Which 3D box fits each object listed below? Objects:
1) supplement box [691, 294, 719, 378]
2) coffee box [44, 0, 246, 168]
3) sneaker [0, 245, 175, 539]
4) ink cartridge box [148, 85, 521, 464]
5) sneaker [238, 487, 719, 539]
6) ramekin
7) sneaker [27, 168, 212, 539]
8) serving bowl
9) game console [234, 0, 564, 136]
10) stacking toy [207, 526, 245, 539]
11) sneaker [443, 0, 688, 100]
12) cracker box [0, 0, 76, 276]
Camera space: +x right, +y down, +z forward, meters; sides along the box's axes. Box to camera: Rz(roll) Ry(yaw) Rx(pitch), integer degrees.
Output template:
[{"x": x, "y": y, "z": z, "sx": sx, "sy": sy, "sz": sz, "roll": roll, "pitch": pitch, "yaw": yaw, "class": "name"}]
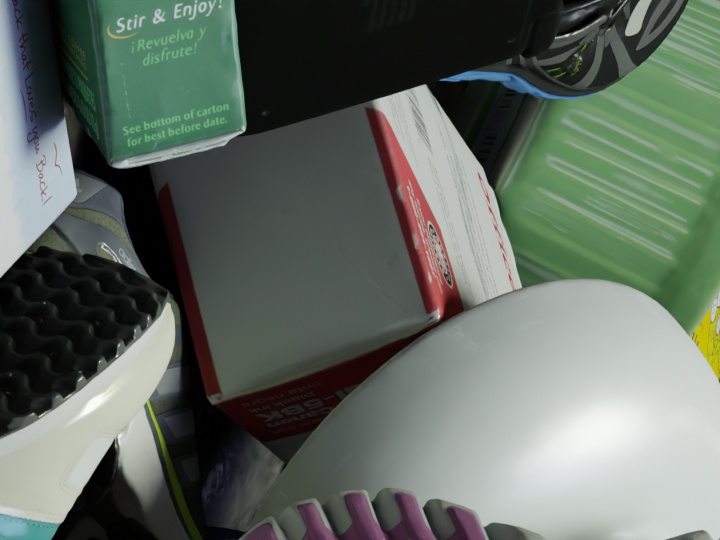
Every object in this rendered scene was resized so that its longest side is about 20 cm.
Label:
[{"x": 0.109, "y": 0.065, "z": 1.224, "sx": 0.109, "sy": 0.109, "sz": 0.201, "roll": 46, "pitch": 55, "yaw": -64, "class": "supplement box"}, {"x": -0.077, "y": -0.143, "z": 0.665, "sx": 0.123, "sy": 0.044, "sz": 0.201, "roll": -128, "pitch": -151, "yaw": -53, "class": "coffee box"}, {"x": -0.123, "y": 0.076, "z": 0.666, "sx": 0.200, "sy": 0.070, "sz": 0.094, "roll": -44, "pitch": 146, "yaw": -35, "class": "sneaker"}, {"x": 0.000, "y": 0.000, "z": 0.878, "sx": 0.200, "sy": 0.082, "sz": 0.147, "roll": 50, "pitch": 22, "yaw": -63, "class": "ink cartridge box"}, {"x": 0.048, "y": 0.121, "z": 0.717, "sx": 0.081, "sy": 0.199, "sz": 0.089, "roll": -113, "pitch": -141, "yaw": -52, "class": "sneaker"}, {"x": 0.100, "y": -0.050, "z": 1.067, "sx": 0.200, "sy": 0.097, "sz": 0.201, "roll": -90, "pitch": -154, "yaw": -68, "class": "ramekin"}, {"x": -0.075, "y": 0.052, "z": 0.802, "sx": 0.201, "sy": 0.073, "sz": 0.081, "roll": 78, "pitch": 26, "yaw": -46, "class": "sneaker"}, {"x": 0.052, "y": 0.104, "z": 0.804, "sx": 0.199, "sy": 0.066, "sz": 0.201, "roll": -25, "pitch": 137, "yaw": -26, "class": "serving bowl"}, {"x": 0.021, "y": -0.156, "z": 0.714, "sx": 0.200, "sy": 0.175, "sz": 0.117, "roll": 100, "pitch": -32, "yaw": -57, "class": "game console"}, {"x": -0.059, "y": 0.201, "z": 0.888, "sx": 0.201, "sy": 0.116, "sz": 0.110, "roll": -58, "pitch": 146, "yaw": -18, "class": "stacking toy"}, {"x": 0.078, "y": -0.104, "z": 0.900, "sx": 0.199, "sy": 0.082, "sz": 0.071, "roll": -9, "pitch": 82, "yaw": -60, "class": "sneaker"}, {"x": -0.145, "y": -0.030, "z": 0.604, "sx": 0.200, "sy": 0.057, "sz": 0.135, "roll": -52, "pitch": 145, "yaw": -50, "class": "cracker box"}]
